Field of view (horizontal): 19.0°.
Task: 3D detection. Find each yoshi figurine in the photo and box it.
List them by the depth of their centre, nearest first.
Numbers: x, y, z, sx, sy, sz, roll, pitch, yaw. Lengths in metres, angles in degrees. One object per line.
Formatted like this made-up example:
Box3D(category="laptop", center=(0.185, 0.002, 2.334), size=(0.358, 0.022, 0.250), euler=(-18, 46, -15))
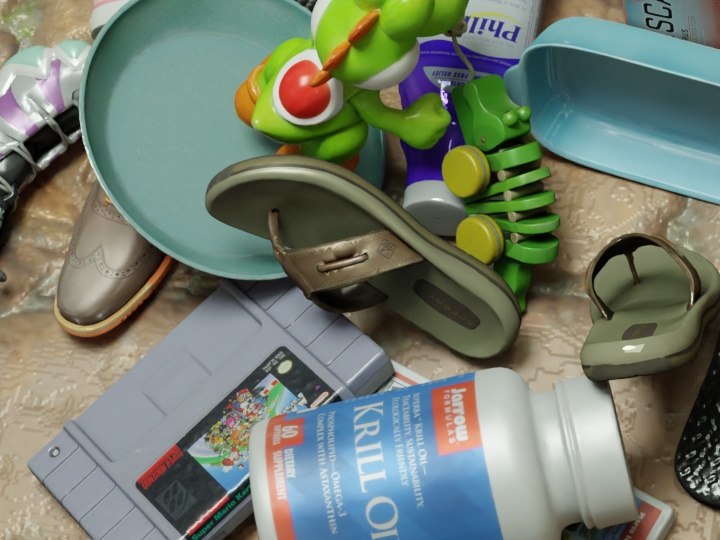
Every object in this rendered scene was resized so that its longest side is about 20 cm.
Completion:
Box3D(category="yoshi figurine", center=(0.006, -0.129, 1.243), size=(0.112, 0.200, 0.113), euler=(15, 64, -18))

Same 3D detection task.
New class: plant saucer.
Box3D(category="plant saucer", center=(-0.081, -0.083, 1.322), size=(0.199, 0.036, 0.201), euler=(9, 67, -21))

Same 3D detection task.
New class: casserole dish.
Box3D(category="casserole dish", center=(0.182, -0.095, 1.269), size=(0.199, 0.121, 0.039), euler=(17, 62, 18))

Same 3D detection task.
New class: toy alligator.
Box3D(category="toy alligator", center=(0.085, -0.071, 1.265), size=(0.054, 0.059, 0.202), euler=(-3, 101, 46))

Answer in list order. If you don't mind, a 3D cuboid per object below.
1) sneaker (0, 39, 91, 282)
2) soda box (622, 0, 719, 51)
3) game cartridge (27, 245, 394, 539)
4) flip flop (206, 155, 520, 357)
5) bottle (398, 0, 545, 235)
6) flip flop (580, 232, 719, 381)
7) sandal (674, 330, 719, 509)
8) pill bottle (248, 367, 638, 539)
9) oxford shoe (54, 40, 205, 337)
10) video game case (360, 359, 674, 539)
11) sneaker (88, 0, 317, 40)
Box3D(category="sneaker", center=(-0.226, -0.060, 1.383), size=(0.199, 0.078, 0.141), euler=(-17, 62, 16))
Box3D(category="soda box", center=(0.193, -0.165, 1.257), size=(0.063, 0.200, 0.069), euler=(15, 65, 19))
Box3D(category="game cartridge", center=(-0.089, 0.088, 1.282), size=(0.200, 0.038, 0.130), euler=(-43, 48, -10))
Box3D(category="flip flop", center=(0.000, 0.000, 1.246), size=(0.199, 0.081, 0.058), euler=(32, 55, -8))
Box3D(category="bottle", center=(0.066, -0.121, 1.342), size=(0.083, 0.065, 0.201), euler=(9, 66, 8))
Box3D(category="flip flop", center=(0.155, 0.011, 1.197), size=(0.081, 0.200, 0.058), euler=(-15, 100, 17))
Box3D(category="sandal", center=(0.239, 0.044, 1.235), size=(0.075, 0.045, 0.201), euler=(23, 85, 29))
Box3D(category="pill bottle", center=(0.046, 0.115, 1.178), size=(0.199, 0.112, 0.113), euler=(-14, 61, 7))
Box3D(category="oxford shoe", center=(-0.145, -0.055, 1.355), size=(0.071, 0.073, 0.201), euler=(15, 68, 21))
Box3D(category="video game case", center=(0.059, 0.152, 1.231), size=(0.199, 0.017, 0.143), euler=(27, 72, 25))
Box3D(category="sneaker", center=(-0.081, -0.205, 1.416), size=(0.199, 0.075, 0.105), euler=(-3, 67, 16))
